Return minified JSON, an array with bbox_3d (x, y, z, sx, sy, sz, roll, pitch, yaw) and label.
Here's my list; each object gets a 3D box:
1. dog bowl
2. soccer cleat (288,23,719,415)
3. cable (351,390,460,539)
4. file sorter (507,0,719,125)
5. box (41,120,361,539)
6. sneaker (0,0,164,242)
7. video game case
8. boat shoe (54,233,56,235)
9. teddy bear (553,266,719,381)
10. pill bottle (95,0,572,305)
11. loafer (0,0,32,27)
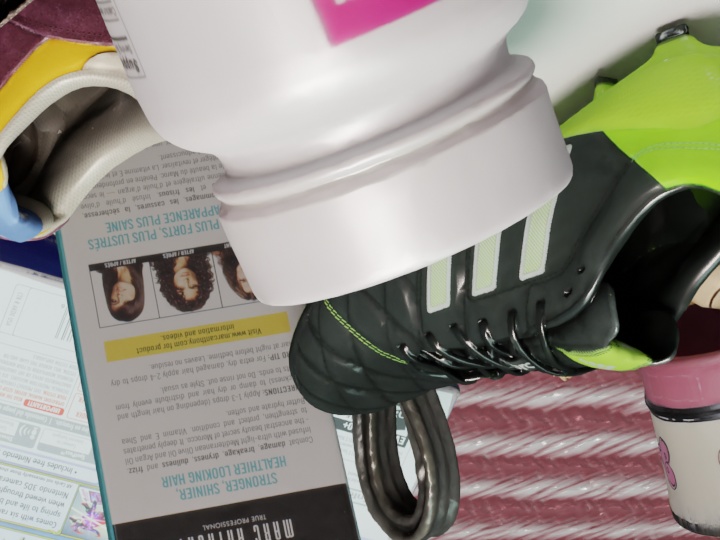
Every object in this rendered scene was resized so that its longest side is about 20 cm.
[{"bbox_3d":[0.203,0.027,1.091,0.200,0.074,0.200,-27,-171,5],"label":"dog bowl"},{"bbox_3d":[0.053,0.004,0.814,0.067,0.081,0.200,20,136,-42],"label":"soccer cleat"},{"bbox_3d":[0.000,0.000,0.958,0.050,0.097,0.201,-11,113,-46],"label":"cable"},{"bbox_3d":[0.079,-0.124,0.817,0.138,0.125,0.200,-2,148,-19],"label":"file sorter"},{"bbox_3d":[-0.059,0.019,0.917,0.082,0.201,0.049,-9,158,-7],"label":"box"},{"bbox_3d":[-0.146,-0.044,0.887,0.199,0.090,0.075,-25,149,17],"label":"sneaker"},{"bbox_3d":[-0.086,0.090,1.069,0.199,0.045,0.182,16,111,-19],"label":"video game case"},{"bbox_3d":[-0.024,-0.011,1.016,0.199,0.071,0.072,3,146,-28],"label":"boat shoe"},{"bbox_3d":[0.107,-0.026,1.026,0.145,0.067,0.200,-51,142,-7],"label":"teddy bear"},{"bbox_3d":[-0.022,-0.101,0.701,0.113,0.201,0.113,-22,-169,5],"label":"pill bottle"},{"bbox_3d":[-0.081,-0.121,0.801,0.200,0.071,0.073,-35,144,27],"label":"loafer"}]
